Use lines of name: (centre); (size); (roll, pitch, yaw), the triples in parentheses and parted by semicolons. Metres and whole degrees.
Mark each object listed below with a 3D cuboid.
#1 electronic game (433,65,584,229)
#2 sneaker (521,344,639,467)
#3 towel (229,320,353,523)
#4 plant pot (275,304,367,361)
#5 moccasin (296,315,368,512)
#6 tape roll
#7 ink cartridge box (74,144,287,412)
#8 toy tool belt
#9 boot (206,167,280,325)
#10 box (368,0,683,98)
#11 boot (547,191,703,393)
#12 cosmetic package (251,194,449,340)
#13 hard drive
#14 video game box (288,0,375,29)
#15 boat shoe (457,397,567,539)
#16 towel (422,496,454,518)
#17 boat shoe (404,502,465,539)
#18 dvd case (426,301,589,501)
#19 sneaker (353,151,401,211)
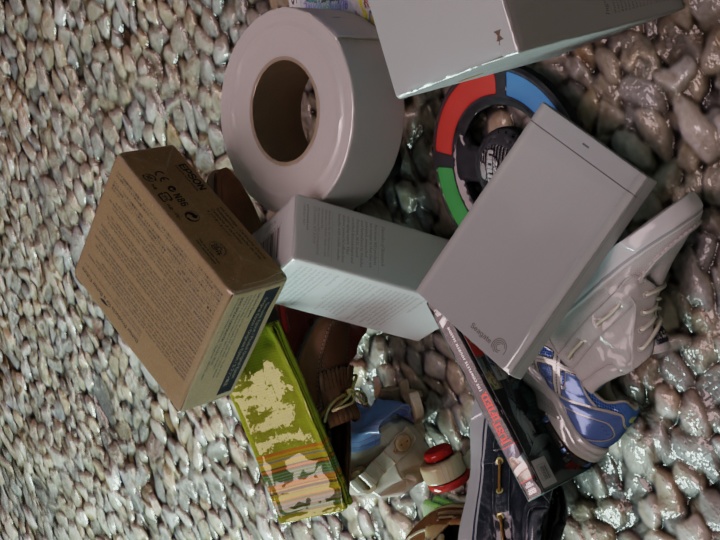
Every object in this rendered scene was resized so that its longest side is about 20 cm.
electronic game: (0.139, -0.093, 1.368); (0.199, 0.041, 0.201); (26, 125, 44)
sneaker: (0.186, 0.080, 1.374); (0.077, 0.076, 0.201); (-41, 68, 23)
towel: (-0.081, 0.154, 1.476); (0.086, 0.018, 0.201); (-19, 97, 24)
plant pot: (-0.108, 0.042, 1.630); (0.194, 0.200, 0.202); (-3, 103, 44)
moccasin: (-0.029, 0.144, 1.504); (0.077, 0.073, 0.203); (7, 89, 33)
tape roll: (-0.050, -0.157, 1.453); (0.202, 0.070, 0.204); (6, 98, 47)
ink cartridge box: (-0.178, 0.006, 1.429); (0.200, 0.075, 0.165); (48, 132, 25)
toy tool belt: (0.023, 0.171, 1.565); (0.199, 0.125, 0.124); (-8, 107, 52)
boot: (-0.163, 0.004, 1.506); (0.145, 0.070, 0.201); (-8, 100, 37)
box: (0.130, -0.224, 1.190); (0.152, 0.199, 0.107); (-13, 95, 52)
boot: (0.240, 0.024, 1.263); (0.096, 0.073, 0.200); (52, 131, 8)
cosmetic package: (0.000, 0.000, 1.449); (0.101, 0.199, 0.072); (-36, 44, 51)
hard drive: (0.146, -0.027, 1.265); (0.132, 0.027, 0.201); (42, 104, 38)
video game box: (-0.005, -0.313, 1.454); (0.199, 0.047, 0.183); (7, 113, 50)
boat shoe: (0.155, 0.189, 1.413); (0.090, 0.071, 0.202); (-4, 69, 34)
towel: (0.133, 0.349, 1.584); (0.149, 0.031, 0.202); (9, 110, 47)
boat shoe: (0.098, 0.279, 1.518); (0.200, 0.074, 0.076); (-32, 79, 50)
dvd case: (0.140, 0.109, 1.378); (0.022, 0.146, 0.201); (-33, 79, 22)
sneaker: (-0.037, -0.092, 1.556); (0.200, 0.082, 0.072); (-43, 71, 51)
